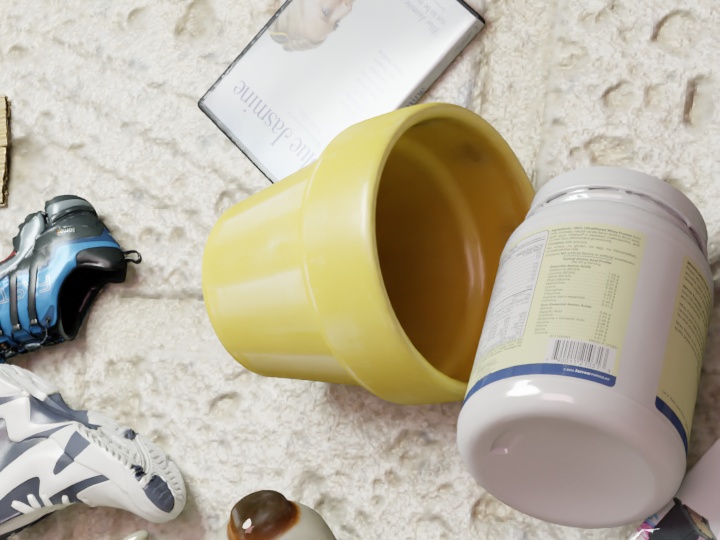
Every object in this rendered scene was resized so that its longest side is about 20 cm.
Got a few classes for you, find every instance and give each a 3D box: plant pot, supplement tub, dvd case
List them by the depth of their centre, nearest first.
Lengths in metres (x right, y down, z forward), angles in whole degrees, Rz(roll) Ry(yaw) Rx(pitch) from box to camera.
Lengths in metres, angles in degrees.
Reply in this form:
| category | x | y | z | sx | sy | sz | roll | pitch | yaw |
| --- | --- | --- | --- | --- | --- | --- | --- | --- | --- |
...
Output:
| category | x | y | z | sx | sy | sz | roll | pitch | yaw |
| --- | --- | --- | --- | --- | --- | --- | --- | --- | --- |
| supplement tub | 0.149 | 0.047 | 1.298 | 0.144 | 0.145 | 0.201 | -3 | 49 | 25 |
| plant pot | 0.000 | 0.000 | 1.396 | 0.188 | 0.200 | 0.202 | -13 | 70 | 39 |
| dvd case | -0.018 | -0.157 | 1.538 | 0.200 | 0.018 | 0.143 | -48 | 62 | 6 |

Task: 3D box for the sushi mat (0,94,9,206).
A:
| category | x | y | z | sx | sy | sz | roll | pitch | yaw |
| --- | --- | --- | --- | --- | --- | --- | --- | --- | --- |
| sushi mat | -0.378 | -0.088 | 1.693 | 0.199 | 0.012 | 0.096 | -7 | 71 | 23 |

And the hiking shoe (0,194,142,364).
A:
| category | x | y | z | sx | sy | sz | roll | pitch | yaw |
| --- | --- | --- | --- | --- | --- | --- | --- | --- | --- |
| hiking shoe | -0.265 | 0.035 | 1.569 | 0.200 | 0.074 | 0.087 | -49 | 61 | 6 |

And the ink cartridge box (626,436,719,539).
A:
| category | x | y | z | sx | sy | sz | roll | pitch | yaw |
| --- | --- | --- | --- | --- | --- | --- | --- | --- | --- |
| ink cartridge box | 0.226 | 0.223 | 1.274 | 0.200 | 0.083 | 0.146 | -50 | 60 | 6 |

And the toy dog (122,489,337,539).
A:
| category | x | y | z | sx | sy | sz | roll | pitch | yaw |
| --- | --- | --- | --- | --- | --- | --- | --- | --- | --- |
| toy dog | -0.097 | 0.242 | 1.411 | 0.200 | 0.140 | 0.194 | -33 | 31 | 15 |

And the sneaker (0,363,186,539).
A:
| category | x | y | z | sx | sy | sz | roll | pitch | yaw |
| --- | --- | --- | --- | --- | --- | --- | --- | --- | --- |
| sneaker | -0.229 | 0.169 | 1.517 | 0.199 | 0.079 | 0.130 | 28 | 101 | 17 |
